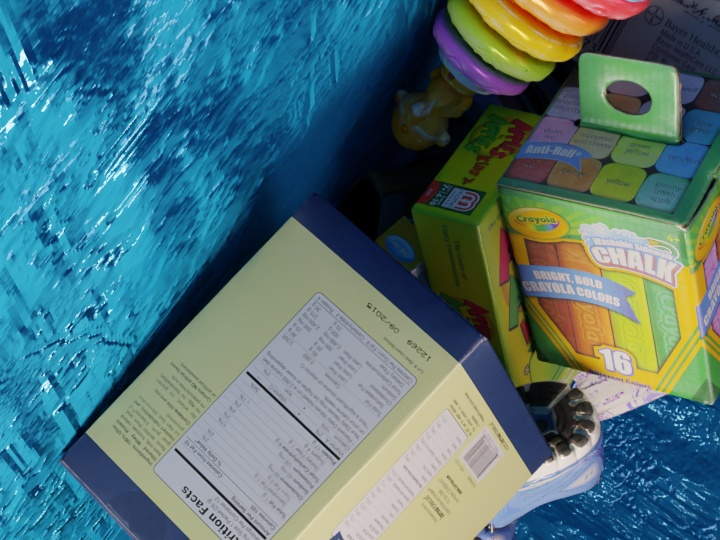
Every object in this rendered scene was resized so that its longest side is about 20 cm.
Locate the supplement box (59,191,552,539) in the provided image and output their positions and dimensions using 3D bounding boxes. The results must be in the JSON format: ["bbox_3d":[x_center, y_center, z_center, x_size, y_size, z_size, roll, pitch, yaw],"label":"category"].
[{"bbox_3d":[-0.023,0.104,1.103,0.200,0.134,0.200,-46,152,-6],"label":"supplement box"}]

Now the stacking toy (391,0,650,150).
[{"bbox_3d":[0.085,-0.144,1.172,0.200,0.116,0.110,-49,170,28],"label":"stacking toy"}]

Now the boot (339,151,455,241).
[{"bbox_3d":[0.000,0.000,1.307,0.097,0.075,0.200,-4,135,-46],"label":"boot"}]

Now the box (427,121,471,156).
[{"bbox_3d":[0.072,-0.058,1.441,0.200,0.049,0.083,-42,163,-50],"label":"box"}]

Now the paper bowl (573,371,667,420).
[{"bbox_3d":[0.231,0.018,1.382,0.200,0.105,0.201,-25,174,-3],"label":"paper bowl"}]

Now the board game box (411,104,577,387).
[{"bbox_3d":[0.092,0.008,1.243,0.102,0.047,0.201,-52,144,-34],"label":"board game box"}]

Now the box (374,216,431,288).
[{"bbox_3d":[-0.004,0.053,1.252,0.200,0.041,0.119,-39,147,-6],"label":"box"}]

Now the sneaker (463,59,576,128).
[{"bbox_3d":[0.132,-0.120,1.383,0.082,0.074,0.200,-34,175,27],"label":"sneaker"}]

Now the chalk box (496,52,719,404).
[{"bbox_3d":[0.167,-0.040,1.178,0.124,0.124,0.201,-55,144,-32],"label":"chalk box"}]

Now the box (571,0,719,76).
[{"bbox_3d":[0.199,-0.176,1.307,0.105,0.183,0.200,-60,169,15],"label":"box"}]

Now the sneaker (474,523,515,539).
[{"bbox_3d":[0.088,0.135,1.418,0.200,0.078,0.090,-70,175,-62],"label":"sneaker"}]

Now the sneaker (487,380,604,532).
[{"bbox_3d":[0.059,0.133,1.236,0.089,0.199,0.079,61,24,-47],"label":"sneaker"}]

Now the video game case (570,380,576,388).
[{"bbox_3d":[0.139,0.032,1.560,0.018,0.143,0.201,17,105,-35],"label":"video game case"}]
